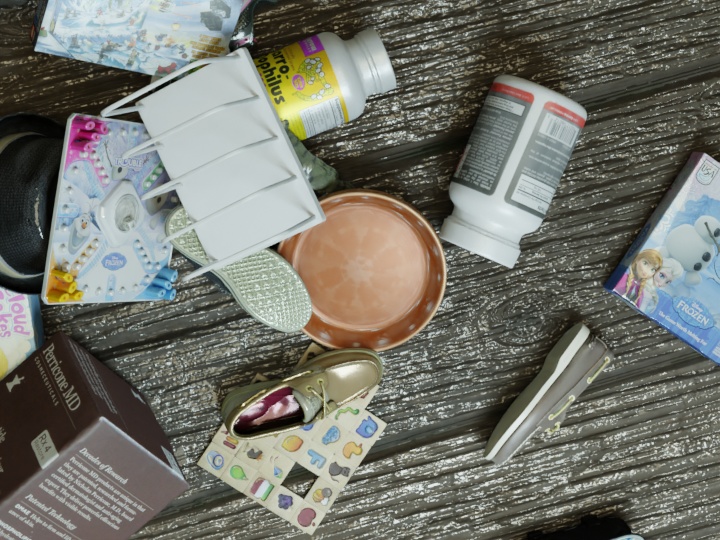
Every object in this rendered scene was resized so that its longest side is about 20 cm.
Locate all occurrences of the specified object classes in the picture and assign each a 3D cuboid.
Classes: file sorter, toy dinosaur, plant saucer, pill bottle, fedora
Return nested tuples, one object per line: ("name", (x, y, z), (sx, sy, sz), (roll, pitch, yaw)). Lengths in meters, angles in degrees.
("file sorter", (-0.153, -0.105, 1.264), (0.139, 0.125, 0.200), (-23, 96, 19))
("toy dinosaur", (-0.075, -0.108, 1.392), (0.088, 0.200, 0.048), (-25, 58, 15))
("plant saucer", (0.000, 0.000, 1.433), (0.200, 0.032, 0.201), (1, 111, 2))
("pill bottle", (-0.065, -0.203, 1.385), (0.200, 0.104, 0.104), (-23, 99, -3))
("fedora", (-0.338, -0.073, 1.334), (0.200, 0.092, 0.201), (0, 90, -48))
("pill bottle", (0.170, -0.113, 1.416), (0.116, 0.116, 0.200), (23, 94, -8))

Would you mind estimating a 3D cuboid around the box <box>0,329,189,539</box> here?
("box", (-0.332, 0.213, 1.350), (0.200, 0.166, 0.164), (-41, 133, 0))

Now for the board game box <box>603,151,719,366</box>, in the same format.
("board game box", (0.432, -0.007, 1.493), (0.200, 0.043, 0.199), (33, 91, -9))

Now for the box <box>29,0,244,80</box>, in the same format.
("box", (-0.225, -0.275, 1.272), (0.200, 0.040, 0.137), (8, 122, -30))

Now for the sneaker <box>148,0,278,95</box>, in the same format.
("sneaker", (-0.161, -0.262, 1.382), (0.086, 0.080, 0.200), (35, 93, -11))

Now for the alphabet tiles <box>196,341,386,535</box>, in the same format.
("alphabet tiles", (-0.073, 0.194, 1.483), (0.167, 0.008, 0.200), (34, 92, -9))

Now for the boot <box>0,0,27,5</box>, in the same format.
("boot", (-0.456, -0.240, 1.365), (0.200, 0.069, 0.174), (-1, 100, 2))

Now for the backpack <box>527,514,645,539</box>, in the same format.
("backpack", (0.285, 0.419, 1.483), (0.177, 0.151, 0.200), (-16, 103, -5))

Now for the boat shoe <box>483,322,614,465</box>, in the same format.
("boat shoe", (0.225, 0.158, 1.479), (0.059, 0.072, 0.200), (38, 86, -6))

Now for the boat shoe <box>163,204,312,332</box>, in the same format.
("boat shoe", (-0.137, -0.005, 1.393), (0.200, 0.062, 0.075), (38, 84, -13))

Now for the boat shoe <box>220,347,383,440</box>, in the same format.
("boat shoe", (-0.064, 0.151, 1.436), (0.200, 0.066, 0.074), (-22, 110, 0))

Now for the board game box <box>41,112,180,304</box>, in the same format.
("board game box", (-0.256, -0.061, 1.346), (0.026, 0.200, 0.200), (13, 97, 29))

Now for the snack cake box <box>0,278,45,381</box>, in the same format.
("snack cake box", (-0.427, 0.030, 1.395), (0.115, 0.067, 0.200), (-8, 98, -4))
